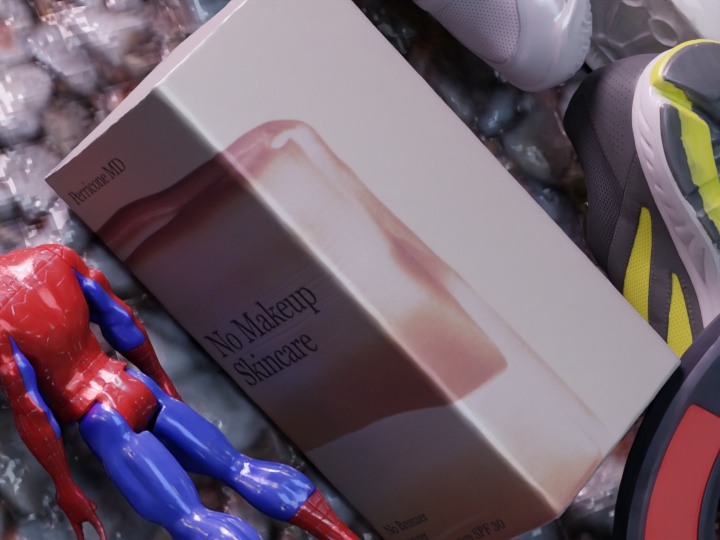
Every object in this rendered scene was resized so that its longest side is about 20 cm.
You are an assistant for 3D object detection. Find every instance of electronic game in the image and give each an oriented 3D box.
[{"bbox_3d":[0.181,0.078,1.040,0.200,0.042,0.200,-12,118,-24],"label":"electronic game"}]

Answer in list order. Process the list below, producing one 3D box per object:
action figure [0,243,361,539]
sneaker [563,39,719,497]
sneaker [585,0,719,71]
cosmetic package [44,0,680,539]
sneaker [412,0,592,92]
[{"bbox_3d":[-0.077,0.055,0.957,0.200,0.052,0.065,45,53,-3],"label":"action figure"},{"bbox_3d":[0.136,0.004,1.077,0.074,0.085,0.200,-23,107,-26],"label":"sneaker"},{"bbox_3d":[0.122,-0.163,1.116,0.200,0.081,0.146,45,63,-3],"label":"sneaker"},{"bbox_3d":[0.000,0.000,0.985,0.200,0.103,0.087,47,58,-6],"label":"cosmetic package"},{"bbox_3d":[-0.009,-0.132,1.042,0.115,0.075,0.200,-36,87,-32],"label":"sneaker"}]
